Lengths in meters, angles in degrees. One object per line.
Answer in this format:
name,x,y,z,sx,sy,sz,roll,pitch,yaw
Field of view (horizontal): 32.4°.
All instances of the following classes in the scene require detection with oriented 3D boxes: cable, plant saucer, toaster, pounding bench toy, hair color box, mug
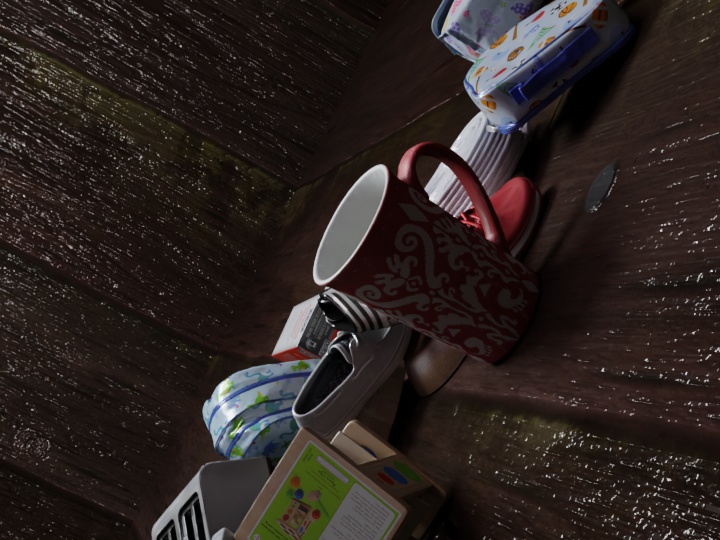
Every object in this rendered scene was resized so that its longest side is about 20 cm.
cable,0.123,-0.100,1.512,0.200,0.069,0.200,-53,5,25
plant saucer,0.100,0.049,1.451,0.201,0.036,0.201,-58,13,21
toaster,-0.175,0.360,1.576,0.181,0.118,0.201,-50,46,45
pounding bench toy,0.018,0.250,1.162,0.125,0.199,0.156,-58,-20,9
hair color box,-0.085,0.105,2.091,0.102,0.061,0.200,-65,10,-13
mug,0.082,-0.016,1.238,0.178,0.199,0.134,-56,18,11

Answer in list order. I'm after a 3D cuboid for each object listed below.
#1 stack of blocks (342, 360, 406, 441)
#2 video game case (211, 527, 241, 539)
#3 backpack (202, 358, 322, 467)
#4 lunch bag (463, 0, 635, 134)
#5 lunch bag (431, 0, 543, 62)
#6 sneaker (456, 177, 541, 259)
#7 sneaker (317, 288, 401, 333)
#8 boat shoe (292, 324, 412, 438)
stack of blocks,-0.010,0.207,1.495,0.115,0.058,0.201,127,163,-56
video game case,-0.067,0.347,1.092,0.022,0.200,0.182,-40,19,21
backpack,-0.112,0.192,1.665,0.163,0.199,0.155,-52,37,39
lunch bag,0.208,-0.237,1.402,0.200,0.076,0.160,-40,18,9
lunch bag,0.193,-0.396,1.845,0.170,0.127,0.200,-59,5,7
sneaker,0.106,-0.038,1.338,0.201,0.115,0.078,-56,32,-7
sneaker,0.000,0.000,1.457,0.201,0.114,0.076,-103,-1,-55
boat shoe,-0.012,0.105,1.445,0.072,0.069,0.200,28,71,40
